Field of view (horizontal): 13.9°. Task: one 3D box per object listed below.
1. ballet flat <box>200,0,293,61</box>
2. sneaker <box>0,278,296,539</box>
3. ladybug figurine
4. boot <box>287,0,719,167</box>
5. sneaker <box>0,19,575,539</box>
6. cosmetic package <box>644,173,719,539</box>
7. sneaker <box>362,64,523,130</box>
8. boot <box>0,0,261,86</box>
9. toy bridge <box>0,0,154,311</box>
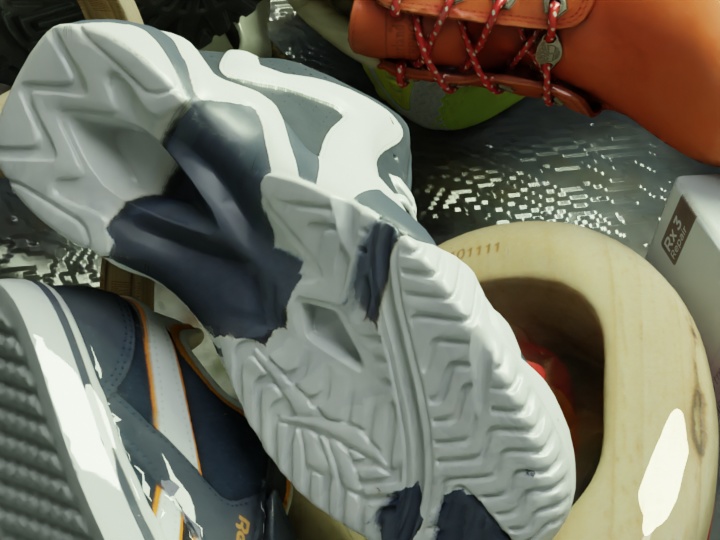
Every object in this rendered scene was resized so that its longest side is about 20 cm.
[{"bbox_3d":[-0.072,-0.110,1.007,0.068,0.072,0.200,0,46,-40],"label":"ballet flat"},{"bbox_3d":[-0.052,0.092,0.815,0.079,0.078,0.201,3,59,-36],"label":"sneaker"},{"bbox_3d":[0.043,0.070,0.866,0.135,0.072,0.200,-10,40,18],"label":"ladybug figurine"},{"bbox_3d":[0.056,-0.077,0.936,0.107,0.075,0.200,-25,42,-28],"label":"boot"},{"bbox_3d":[0.000,0.000,0.850,0.199,0.080,0.129,35,21,18],"label":"sneaker"},{"bbox_3d":[0.182,0.029,0.946,0.199,0.113,0.081,-7,44,-25],"label":"cosmetic package"},{"bbox_3d":[0.066,-0.128,1.078,0.200,0.076,0.105,-26,61,-36],"label":"sneaker"},{"bbox_3d":[-0.068,-0.173,0.961,0.066,0.164,0.201,40,33,-53],"label":"boot"},{"bbox_3d":[-0.090,-0.048,0.880,0.027,0.201,0.067,6,30,42],"label":"toy bridge"}]
